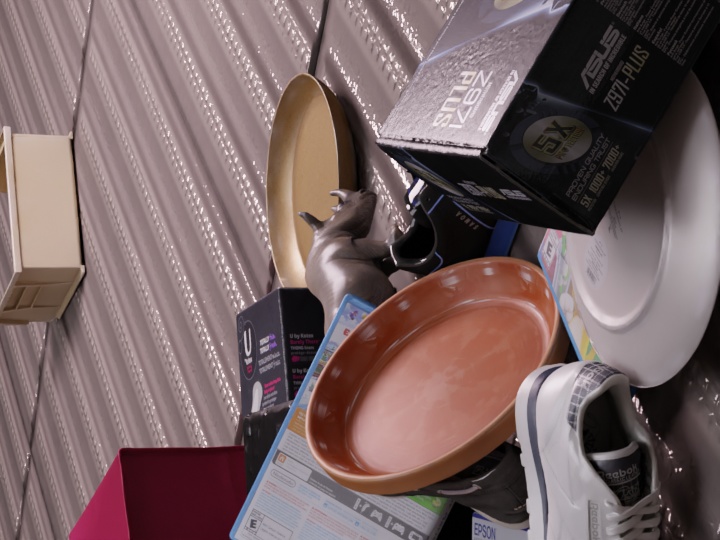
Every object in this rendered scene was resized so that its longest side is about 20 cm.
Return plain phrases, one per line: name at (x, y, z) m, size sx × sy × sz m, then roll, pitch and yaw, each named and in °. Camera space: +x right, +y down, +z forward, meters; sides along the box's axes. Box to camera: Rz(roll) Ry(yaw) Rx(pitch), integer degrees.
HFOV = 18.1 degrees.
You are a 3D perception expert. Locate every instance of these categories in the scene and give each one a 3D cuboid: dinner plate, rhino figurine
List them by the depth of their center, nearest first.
dinner plate at (0.157, -0.032, 1.325) m, size 0.200 × 0.024 × 0.201 m, roll 180°, pitch 90°, yaw -71°
rhino figurine at (0.000, 0.000, 1.744) m, size 0.060 × 0.087 × 0.200 m, roll 56°, pitch -170°, yaw -44°

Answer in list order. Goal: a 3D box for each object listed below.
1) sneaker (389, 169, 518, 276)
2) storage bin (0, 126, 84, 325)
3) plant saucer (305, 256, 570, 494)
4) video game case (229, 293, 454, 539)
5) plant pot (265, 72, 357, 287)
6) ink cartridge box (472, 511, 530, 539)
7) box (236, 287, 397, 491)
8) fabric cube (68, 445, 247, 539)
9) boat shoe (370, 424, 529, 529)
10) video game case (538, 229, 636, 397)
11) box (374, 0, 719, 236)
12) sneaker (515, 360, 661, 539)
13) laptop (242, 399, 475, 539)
sneaker at (0.076, -0.074, 1.564) m, size 0.070 × 0.077 × 0.201 m, roll -114°, pitch 30°, yaw -48°
storage bin at (-0.430, -0.054, 2.943) m, size 0.199 × 0.093 × 0.201 m, roll 130°, pitch 135°, yaw -60°
plant saucer at (0.054, 0.073, 1.520) m, size 0.032 × 0.200 × 0.200 m, roll 53°, pitch 179°, yaw -30°
video game case at (0.006, 0.137, 1.622) m, size 0.143 × 0.018 × 0.201 m, roll 28°, pitch 94°, yaw 26°
plant pot at (-0.040, -0.070, 1.962) m, size 0.200 × 0.027 × 0.201 m, roll -179°, pitch 90°, yaw -70°
ink cartridge box at (0.124, 0.268, 1.491) m, size 0.196 × 0.043 × 0.201 m, roll -179°, pitch 92°, yaw -70°
box at (-0.029, 0.121, 1.816) m, size 0.122 × 0.105 × 0.201 m, roll 151°, pitch 116°, yaw -66°
fabric cube at (-0.131, 0.279, 1.970) m, size 0.200 × 0.199 × 0.197 m, roll 124°, pitch 141°, yaw -54°
boat shoe at (0.047, 0.123, 1.532) m, size 0.199 × 0.057 × 0.067 m, roll 11°, pitch 61°, yaw 46°
video game case at (0.164, -0.031, 1.385) m, size 0.144 × 0.018 × 0.201 m, roll -108°, pitch 27°, yaw -42°
box at (0.117, -0.130, 1.304) m, size 0.201 × 0.086 × 0.164 m, roll -58°, pitch 21°, yaw -6°
sneaker at (0.147, 0.153, 1.352) m, size 0.080 × 0.076 × 0.201 m, roll -6°, pitch 100°, yaw 60°
laptop at (0.003, 0.182, 1.688) m, size 0.200 × 0.103 × 0.178 m, roll -22°, pitch 69°, yaw 58°
